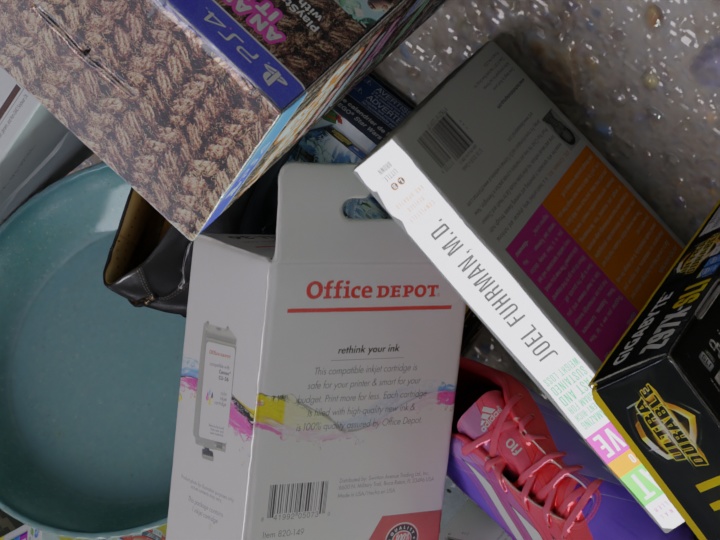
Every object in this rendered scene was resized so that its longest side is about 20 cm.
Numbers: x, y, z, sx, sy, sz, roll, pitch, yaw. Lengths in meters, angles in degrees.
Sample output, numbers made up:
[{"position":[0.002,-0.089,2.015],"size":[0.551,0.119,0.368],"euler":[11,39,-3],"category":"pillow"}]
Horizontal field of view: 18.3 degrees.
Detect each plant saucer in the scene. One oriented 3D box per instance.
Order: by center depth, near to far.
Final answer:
[{"position":[-0.115,0.041,1.122],"size":[0.199,0.201,0.036],"euler":[20,167,26],"category":"plant saucer"}]

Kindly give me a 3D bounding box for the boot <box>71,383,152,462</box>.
[{"position":[-0.127,0.090,1.245],"size":[0.211,0.079,0.158],"euler":[-123,26,-50],"category":"boot"}]

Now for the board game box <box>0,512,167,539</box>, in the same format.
[{"position":[-0.091,0.163,1.202],"size":[0.199,0.034,0.134],"euler":[7,164,-20],"category":"board game box"}]

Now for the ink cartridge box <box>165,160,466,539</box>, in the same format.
[{"position":[-0.018,0.046,1.030],"size":[0.067,0.116,0.201],"euler":[17,103,51],"category":"ink cartridge box"}]

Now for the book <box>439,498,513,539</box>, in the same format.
[{"position":[0.117,0.137,1.047],"size":[0.200,0.134,0.048],"euler":[10,141,51],"category":"book"}]

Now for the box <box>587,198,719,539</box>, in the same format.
[{"position":[0.198,0.076,0.940],"size":[0.049,0.160,0.200],"euler":[-29,103,41],"category":"box"}]

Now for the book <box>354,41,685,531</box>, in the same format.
[{"position":[0.093,0.003,0.975],"size":[0.048,0.134,0.200],"euler":[-38,94,30],"category":"book"}]

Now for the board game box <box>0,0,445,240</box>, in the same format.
[{"position":[-0.055,-0.141,0.939],"size":[0.159,0.200,0.097],"euler":[43,140,3],"category":"board game box"}]

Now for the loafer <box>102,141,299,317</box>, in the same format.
[{"position":[-0.067,-0.073,1.045],"size":[0.073,0.072,0.201],"euler":[19,100,52],"category":"loafer"}]

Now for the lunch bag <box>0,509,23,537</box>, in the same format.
[{"position":[-0.252,0.166,1.394],"size":[0.168,0.139,0.200],"euler":[54,156,24],"category":"lunch bag"}]

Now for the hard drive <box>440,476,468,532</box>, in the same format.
[{"position":[0.065,0.179,1.237],"size":[0.139,0.033,0.200],"euler":[38,139,8],"category":"hard drive"}]

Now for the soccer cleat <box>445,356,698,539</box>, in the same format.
[{"position":[0.082,0.093,1.033],"size":[0.073,0.068,0.200],"euler":[50,173,-30],"category":"soccer cleat"}]

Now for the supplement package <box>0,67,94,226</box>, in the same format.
[{"position":[-0.178,-0.109,1.100],"size":[0.111,0.156,0.200],"euler":[46,139,0],"category":"supplement package"}]

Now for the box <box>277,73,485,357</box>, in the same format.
[{"position":[0.000,0.000,1.135],"size":[0.137,0.040,0.200],"euler":[40,139,8],"category":"box"}]
